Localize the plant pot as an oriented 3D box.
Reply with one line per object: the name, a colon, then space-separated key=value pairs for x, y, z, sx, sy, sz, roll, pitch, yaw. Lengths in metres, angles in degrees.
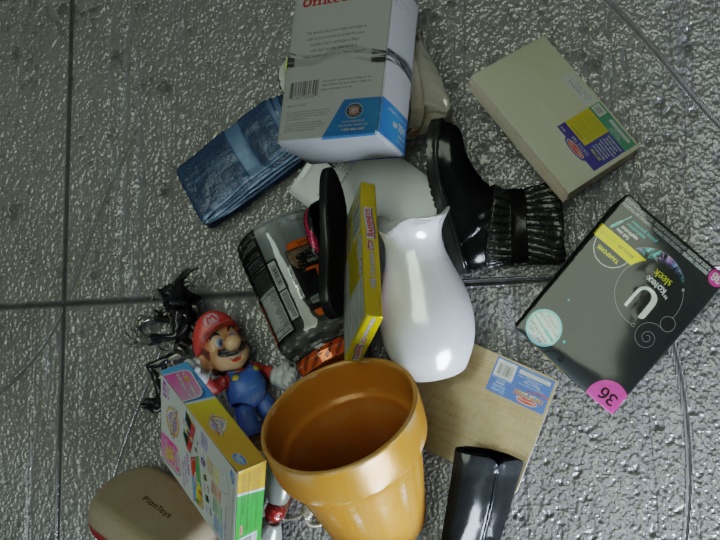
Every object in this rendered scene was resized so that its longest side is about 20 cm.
plant pot: x=0.000 y=0.242 z=1.101 sx=0.196 sy=0.202 sz=0.186 roll=-11 pitch=120 yaw=16

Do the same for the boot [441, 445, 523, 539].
boot: x=0.108 y=0.314 z=1.081 sx=0.065 sy=0.162 sz=0.204 roll=24 pitch=102 yaw=50

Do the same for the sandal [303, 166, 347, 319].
sandal: x=-0.049 y=-0.038 z=1.135 sx=0.044 sy=0.075 sz=0.205 roll=-7 pitch=69 yaw=21

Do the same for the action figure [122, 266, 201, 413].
action figure: x=-0.277 y=0.092 z=1.256 sx=0.100 sy=0.119 sz=0.205 roll=8 pitch=92 yaw=1

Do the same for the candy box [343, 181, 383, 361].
candy box: x=0.000 y=0.000 z=1.117 sx=0.026 sy=0.103 sz=0.203 roll=6 pitch=54 yaw=-12

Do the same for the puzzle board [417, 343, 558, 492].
puzzle board: x=0.139 y=0.174 z=1.167 sx=0.197 sy=0.017 sz=0.154 roll=22 pitch=89 yaw=18

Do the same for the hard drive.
hard drive: x=0.012 y=-0.105 z=1.236 sx=0.199 sy=0.025 sz=0.133 roll=38 pitch=95 yaw=18

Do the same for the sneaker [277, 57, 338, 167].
sneaker: x=-0.045 y=-0.234 z=1.224 sx=0.090 sy=0.078 sz=0.202 roll=-40 pitch=55 yaw=19

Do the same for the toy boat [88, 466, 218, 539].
toy boat: x=-0.280 y=0.365 z=1.231 sx=0.197 sy=0.130 sz=0.133 roll=24 pitch=127 yaw=28

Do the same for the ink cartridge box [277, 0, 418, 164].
ink cartridge box: x=-0.014 y=-0.245 z=1.111 sx=0.144 sy=0.086 sz=0.205 roll=0 pitch=75 yaw=29

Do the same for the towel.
towel: x=-0.169 y=-0.158 z=1.288 sx=0.198 sy=0.048 sz=0.113 roll=-35 pitch=74 yaw=11

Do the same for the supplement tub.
supplement tub: x=-0.075 y=0.033 z=1.196 sx=0.121 sy=0.122 sz=0.203 roll=-29 pitch=76 yaw=12

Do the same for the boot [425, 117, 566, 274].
boot: x=0.173 y=-0.100 z=1.135 sx=0.154 sy=0.080 sz=0.215 roll=-10 pitch=109 yaw=18

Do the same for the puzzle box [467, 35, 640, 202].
puzzle box: x=0.244 y=-0.195 z=1.141 sx=0.132 sy=0.026 sz=0.201 roll=-29 pitch=73 yaw=-22

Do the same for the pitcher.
pitcher: x=0.065 y=0.028 z=1.141 sx=0.119 sy=0.171 sz=0.205 roll=-15 pitch=99 yaw=-26

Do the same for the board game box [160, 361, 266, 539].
board game box: x=-0.189 y=0.236 z=1.126 sx=0.200 sy=0.040 sz=0.156 roll=41 pitch=136 yaw=39

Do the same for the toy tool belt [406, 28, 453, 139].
toy tool belt: x=0.036 y=-0.261 z=1.199 sx=0.121 sy=0.125 sz=0.203 roll=-24 pitch=76 yaw=4

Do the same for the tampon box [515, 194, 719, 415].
tampon box: x=0.300 y=0.039 z=1.065 sx=0.149 sy=0.126 sz=0.201 roll=40 pitch=95 yaw=9

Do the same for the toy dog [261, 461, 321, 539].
toy dog: x=-0.131 y=0.337 z=1.193 sx=0.202 sy=0.131 sz=0.096 roll=-56 pitch=30 yaw=-2

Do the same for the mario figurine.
mario figurine: x=-0.160 y=0.142 z=1.211 sx=0.105 sy=0.123 sz=0.202 roll=-35 pitch=80 yaw=19
